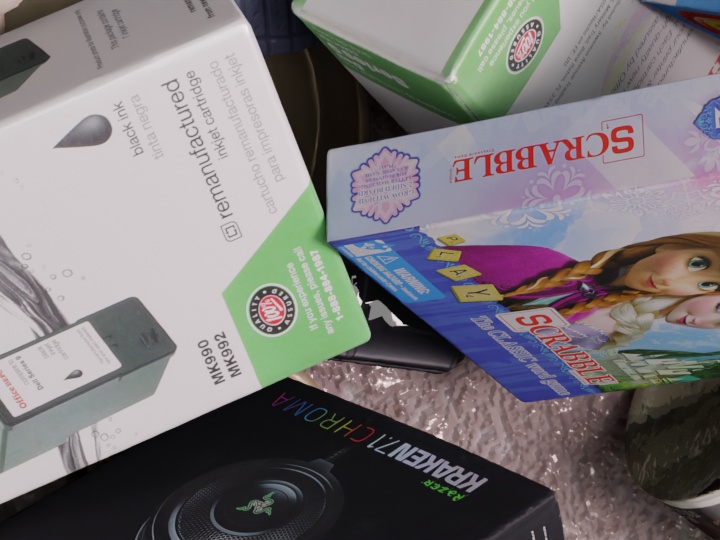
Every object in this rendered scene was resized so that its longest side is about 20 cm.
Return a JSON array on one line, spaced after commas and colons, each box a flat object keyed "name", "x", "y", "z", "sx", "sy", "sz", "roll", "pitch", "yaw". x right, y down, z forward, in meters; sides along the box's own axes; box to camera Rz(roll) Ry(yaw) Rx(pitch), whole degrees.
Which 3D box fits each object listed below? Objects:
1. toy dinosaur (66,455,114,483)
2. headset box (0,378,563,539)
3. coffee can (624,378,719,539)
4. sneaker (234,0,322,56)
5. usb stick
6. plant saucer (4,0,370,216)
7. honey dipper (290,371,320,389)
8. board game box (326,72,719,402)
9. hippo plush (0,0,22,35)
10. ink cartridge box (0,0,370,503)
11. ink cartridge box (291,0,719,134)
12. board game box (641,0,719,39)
[{"name": "toy dinosaur", "x": -0.157, "y": 0.066, "z": 0.821, "sx": 0.200, "sy": 0.060, "sz": 0.106, "roll": 10, "pitch": 83, "yaw": -9}, {"name": "headset box", "x": -0.051, "y": 0.138, "z": 0.707, "sx": 0.200, "sy": 0.174, "sz": 0.093, "roll": -29, "pitch": 119, "yaw": -31}, {"name": "coffee can", "x": 0.244, "y": 0.095, "z": 0.906, "sx": 0.200, "sy": 0.146, "sz": 0.146, "roll": 36, "pitch": 85, "yaw": -19}, {"name": "sneaker", "x": -0.007, "y": -0.161, "z": 0.807, "sx": 0.082, "sy": 0.074, "sz": 0.200, "roll": 38, "pitch": 59, "yaw": 19}, {"name": "usb stick", "x": -0.045, "y": 0.006, "z": 0.820, "sx": 0.200, "sy": 0.033, "sz": 0.056, "roll": 8, "pitch": 95, "yaw": -18}, {"name": "plant saucer", "x": -0.093, "y": -0.063, "z": 0.829, "sx": 0.200, "sy": 0.029, "sz": 0.200, "roll": -3, "pitch": 98, "yaw": -20}, {"name": "honey dipper", "x": 0.000, "y": 0.000, "z": 0.868, "sx": 0.038, "sy": 0.038, "sz": 0.200, "roll": 39, "pitch": 81, "yaw": -20}, {"name": "board game box", "x": 0.118, "y": -0.008, "z": 0.749, "sx": 0.200, "sy": 0.199, "sz": 0.041, "roll": 38, "pitch": 47, "yaw": -56}, {"name": "hippo plush", "x": -0.160, "y": -0.183, "z": 0.750, "sx": 0.161, "sy": 0.200, "sz": 0.159, "roll": -42, "pitch": 151, "yaw": -30}, {"name": "ink cartridge box", "x": -0.117, "y": -0.006, "z": 0.725, "sx": 0.200, "sy": 0.084, "sz": 0.146, "roll": -24, "pitch": 121, "yaw": -4}, {"name": "ink cartridge box", "x": 0.079, "y": -0.107, "z": 0.799, "sx": 0.145, "sy": 0.087, "sz": 0.200, "roll": -59, "pitch": 146, "yaw": -5}, {"name": "board game box", "x": 0.237, "y": -0.079, "z": 0.708, "sx": 0.196, "sy": 0.200, "sz": 0.056, "roll": 21, "pitch": 93, "yaw": -26}]
